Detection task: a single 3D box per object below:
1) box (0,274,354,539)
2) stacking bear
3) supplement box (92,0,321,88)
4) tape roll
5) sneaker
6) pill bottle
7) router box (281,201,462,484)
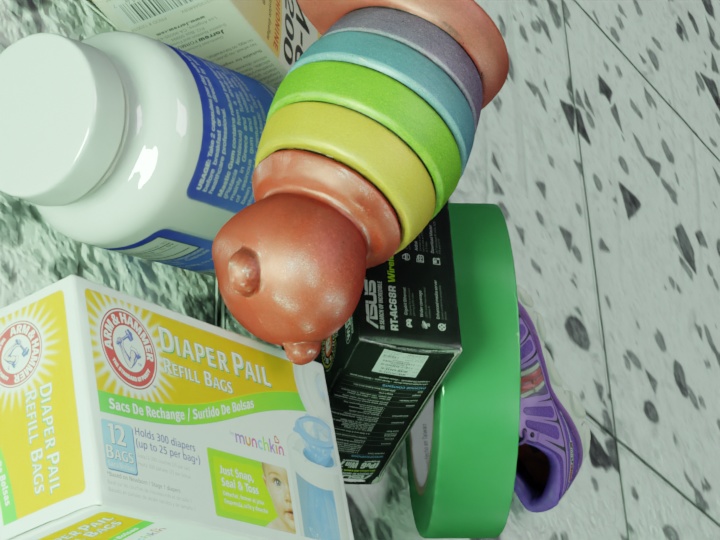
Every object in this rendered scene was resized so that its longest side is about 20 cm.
[{"bbox_3d":[-0.103,0.091,0.928,0.199,0.101,0.114,23,49,-53],"label":"box"},{"bbox_3d":[-0.010,-0.050,0.990,0.122,0.113,0.201,57,50,-40],"label":"stacking bear"},{"bbox_3d":[-0.083,-0.167,1.170,0.200,0.073,0.127,47,32,-49],"label":"supplement box"},{"bbox_3d":[0.058,0.060,1.174,0.200,0.048,0.203,180,-90,-86],"label":"tape roll"},{"bbox_3d":[0.095,0.080,1.321,0.201,0.080,0.084,55,35,-22],"label":"sneaker"},{"bbox_3d":[-0.108,-0.062,1.030,0.199,0.111,0.113,17,54,-56],"label":"pill bottle"},{"bbox_3d":[0.000,0.000,1.129,0.061,0.150,0.202,7,54,-15],"label":"router box"}]
